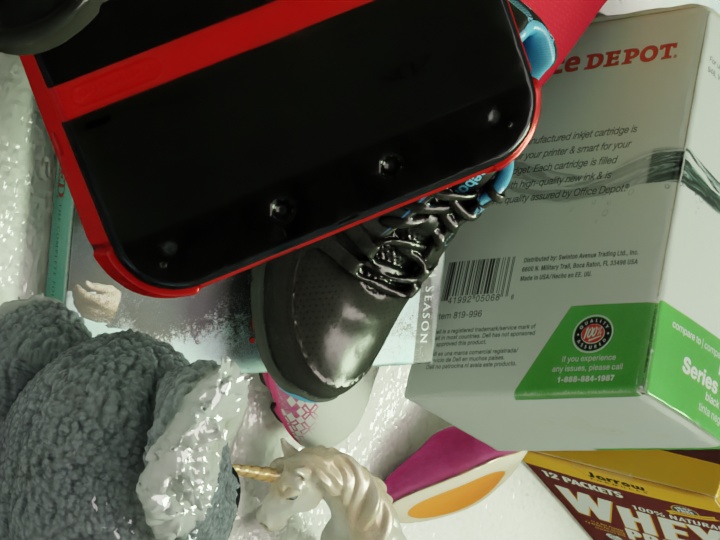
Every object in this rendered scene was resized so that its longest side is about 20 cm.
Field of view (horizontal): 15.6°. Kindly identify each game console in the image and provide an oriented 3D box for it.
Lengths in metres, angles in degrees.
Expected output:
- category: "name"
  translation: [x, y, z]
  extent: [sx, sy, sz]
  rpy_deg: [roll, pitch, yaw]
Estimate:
- category: "game console"
  translation: [-0.036, -0.097, 1.068]
  extent: [0.199, 0.031, 0.177]
  rpy_deg: [-22, 99, -12]

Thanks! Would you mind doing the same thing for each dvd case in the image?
- category: "dvd case"
  translation: [-0.045, -0.026, 1.163]
  extent: [0.199, 0.022, 0.147]
  rpy_deg: [-1, 103, -36]

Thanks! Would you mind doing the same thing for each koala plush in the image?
- category: "koala plush"
  translation: [-0.107, 0.116, 1.048]
  extent: [0.183, 0.177, 0.201]
  rpy_deg: [4, 102, -40]

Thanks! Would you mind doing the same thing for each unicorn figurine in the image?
- category: "unicorn figurine"
  translation: [0.008, 0.162, 1.316]
  extent: [0.074, 0.200, 0.138]
  rpy_deg: [-54, 171, -43]

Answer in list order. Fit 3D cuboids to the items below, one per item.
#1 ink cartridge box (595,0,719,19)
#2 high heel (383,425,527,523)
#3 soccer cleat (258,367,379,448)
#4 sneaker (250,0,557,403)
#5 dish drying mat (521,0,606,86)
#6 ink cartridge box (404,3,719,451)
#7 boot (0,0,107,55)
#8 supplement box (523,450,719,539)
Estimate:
- category: "ink cartridge box"
  translation: [0.152, -0.195, 1.324]
  extent: [0.200, 0.047, 0.161]
  rpy_deg: [37, 71, -59]
- category: "high heel"
  translation: [0.068, 0.069, 1.464]
  extent: [0.200, 0.096, 0.067]
  rpy_deg: [-25, 162, -32]
- category: "soccer cleat"
  translation: [0.000, 0.000, 1.262]
  extent: [0.070, 0.086, 0.201]
  rpy_deg: [-28, 125, -53]
- category: "sneaker"
  translation: [0.017, -0.034, 1.140]
  extent: [0.073, 0.082, 0.201]
  rpy_deg: [21, 91, -39]
- category: "dish drying mat"
  translation: [0.117, -0.177, 1.263]
  extent: [0.200, 0.018, 0.077]
  rpy_deg: [-54, 130, -24]
- category: "ink cartridge box"
  translation: [0.118, -0.018, 1.293]
  extent: [0.083, 0.146, 0.201]
  rpy_deg: [31, 65, -43]
- category: "boot"
  translation: [-0.140, -0.197, 0.950]
  extent: [0.158, 0.079, 0.212]
  rpy_deg: [25, 73, -64]
- category: "supplement box"
  translation: [0.215, 0.070, 1.614]
  extent: [0.197, 0.132, 0.201]
  rpy_deg: [49, 59, -56]
